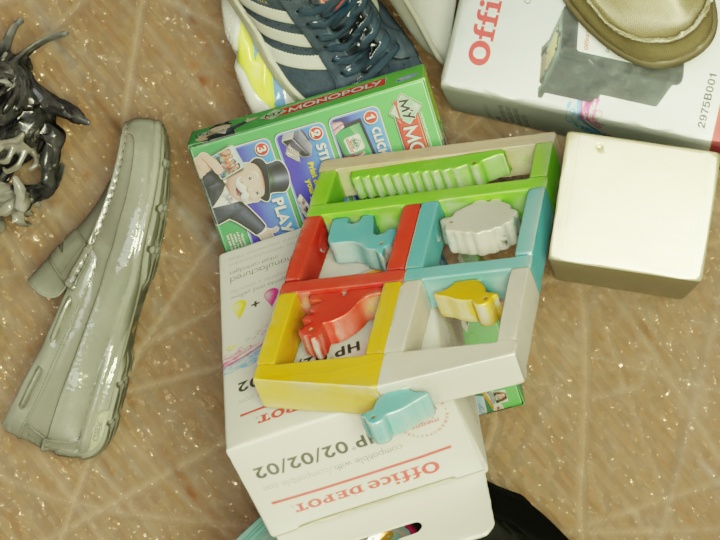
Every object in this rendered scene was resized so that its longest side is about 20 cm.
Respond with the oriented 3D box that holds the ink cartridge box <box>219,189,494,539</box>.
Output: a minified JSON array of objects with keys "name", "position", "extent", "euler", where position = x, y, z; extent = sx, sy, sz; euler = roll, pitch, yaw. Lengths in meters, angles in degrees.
[{"name":"ink cartridge box","position":[-0.005,0.057,1.033],"extent":[0.115,0.200,0.068],"euler":[-19,127,8]}]

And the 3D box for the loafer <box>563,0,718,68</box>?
[{"name":"loafer","position":[0.118,-0.195,1.072],"extent":[0.076,0.067,0.200],"euler":[-33,81,4]}]

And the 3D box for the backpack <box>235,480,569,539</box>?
[{"name":"backpack","position":[0.006,0.192,1.097],"extent":[0.151,0.177,0.200],"euler":[42,98,30]}]

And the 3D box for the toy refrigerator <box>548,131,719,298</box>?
[{"name":"toy refrigerator","position":[0.141,-0.028,1.075],"extent":[0.076,0.200,0.070],"euler":[9,87,7]}]

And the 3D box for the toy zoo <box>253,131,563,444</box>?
[{"name":"toy zoo","position":[0.024,0.007,1.004],"extent":[0.131,0.200,0.021],"euler":[-6,129,19]}]

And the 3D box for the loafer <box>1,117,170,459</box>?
[{"name":"loafer","position":[-0.156,0.007,1.182],"extent":[0.069,0.070,0.201],"euler":[15,89,0]}]

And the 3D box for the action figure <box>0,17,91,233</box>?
[{"name":"action figure","position":[-0.228,-0.053,1.181],"extent":[0.118,0.102,0.201],"euler":[17,90,20]}]

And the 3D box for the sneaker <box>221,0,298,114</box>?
[{"name":"sneaker","position":[-0.027,-0.171,1.172],"extent":[0.105,0.076,0.201],"euler":[-11,84,7]}]

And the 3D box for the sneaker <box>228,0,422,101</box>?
[{"name":"sneaker","position":[-0.022,-0.146,1.100],"extent":[0.200,0.084,0.075],"euler":[46,73,-22]}]

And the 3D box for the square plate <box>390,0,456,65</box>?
[{"name":"square plate","position":[0.020,-0.237,1.091],"extent":[0.028,0.200,0.199],"euler":[2,73,20]}]

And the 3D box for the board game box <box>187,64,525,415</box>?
[{"name":"board game box","position":[0.000,0.000,1.137],"extent":[0.134,0.029,0.201],"euler":[-16,111,6]}]

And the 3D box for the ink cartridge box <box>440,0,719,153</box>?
[{"name":"ink cartridge box","position":[0.156,-0.143,1.140],"extent":[0.199,0.083,0.147],"euler":[13,88,8]}]
